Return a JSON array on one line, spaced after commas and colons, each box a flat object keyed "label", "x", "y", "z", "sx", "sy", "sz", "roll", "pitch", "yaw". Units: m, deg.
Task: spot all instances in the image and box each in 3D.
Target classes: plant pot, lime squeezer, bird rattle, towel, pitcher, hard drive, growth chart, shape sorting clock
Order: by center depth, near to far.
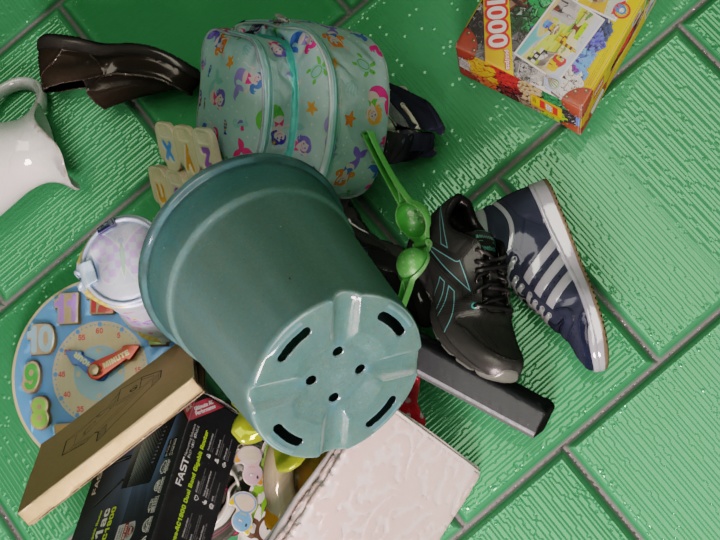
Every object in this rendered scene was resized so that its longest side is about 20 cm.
[{"label": "plant pot", "x": -0.058, "y": 0.035, "z": 0.899, "sx": 0.200, "sy": 0.200, "sz": 0.196, "roll": -42, "pitch": 41, "yaw": -2}, {"label": "lime squeezer", "x": 0.039, "y": -0.025, "z": 0.997, "sx": 0.037, "sy": 0.070, "sz": 0.203, "roll": -9, "pitch": 78, "yaw": 32}, {"label": "towel", "x": 0.008, "y": 0.230, "z": 1.005, "sx": 0.032, "sy": 0.191, "sz": 0.201, "roll": 30, "pitch": 82, "yaw": 47}, {"label": "hard drive", "x": 0.087, "y": 0.094, "z": 1.035, "sx": 0.198, "sy": 0.139, "sz": 0.033, "roll": 27, "pitch": 91, "yaw": 14}, {"label": "bird rattle", "x": -0.030, "y": 0.167, "z": 1.038, "sx": 0.112, "sy": 0.199, "sz": 0.165, "roll": 12, "pitch": 95, "yaw": 45}, {"label": "growth chart", "x": -0.062, "y": 0.249, "z": 1.050, "sx": 0.143, "sy": 0.018, "sz": 0.203, "roll": 12, "pitch": 75, "yaw": -30}, {"label": "shape sorting clock", "x": -0.273, "y": 0.107, "z": 1.147, "sx": 0.197, "sy": 0.039, "sz": 0.203, "roll": -2, "pitch": 77, "yaw": 10}, {"label": "pitcher", "x": -0.425, "y": -0.125, "z": 1.196, "sx": 0.198, "sy": 0.122, "sz": 0.173, "roll": -21, "pitch": 54, "yaw": -6}]

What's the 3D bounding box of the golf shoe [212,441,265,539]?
[{"label": "golf shoe", "x": -0.110, "y": 0.195, "z": 1.074, "sx": 0.077, "sy": 0.088, "sz": 0.201, "roll": 36, "pitch": 84, "yaw": 14}]

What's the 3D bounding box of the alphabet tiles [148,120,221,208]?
[{"label": "alphabet tiles", "x": -0.152, "y": -0.050, "z": 1.090, "sx": 0.014, "sy": 0.199, "sz": 0.198, "roll": -23, "pitch": 113, "yaw": -32}]

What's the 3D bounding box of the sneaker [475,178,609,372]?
[{"label": "sneaker", "x": 0.167, "y": 0.017, "z": 1.075, "sx": 0.107, "sy": 0.070, "sz": 0.202, "roll": -18, "pitch": 69, "yaw": 2}]

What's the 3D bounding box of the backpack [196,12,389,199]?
[{"label": "backpack", "x": -0.066, "y": -0.155, "z": 1.063, "sx": 0.199, "sy": 0.149, "sz": 0.180, "roll": 18, "pitch": 107, "yaw": 45}]

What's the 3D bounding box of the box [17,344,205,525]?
[{"label": "box", "x": -0.231, "y": 0.142, "z": 1.043, "sx": 0.199, "sy": 0.164, "sz": 0.021, "roll": -38, "pitch": 106, "yaw": 1}]

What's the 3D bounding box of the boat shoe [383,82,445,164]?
[{"label": "boat shoe", "x": 0.006, "y": -0.178, "z": 1.155, "sx": 0.092, "sy": 0.075, "sz": 0.201, "roll": -7, "pitch": 46, "yaw": -35}]

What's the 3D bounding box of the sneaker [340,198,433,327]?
[{"label": "sneaker", "x": 0.000, "y": 0.000, "z": 1.103, "sx": 0.082, "sy": 0.073, "sz": 0.200, "roll": -41, "pitch": 64, "yaw": -17}]

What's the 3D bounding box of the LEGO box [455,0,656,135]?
[{"label": "LEGO box", "x": 0.210, "y": -0.267, "z": 1.128, "sx": 0.148, "sy": 0.077, "sz": 0.201, "roll": 28, "pitch": 84, "yaw": 15}]

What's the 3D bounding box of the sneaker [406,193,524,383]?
[{"label": "sneaker", "x": 0.100, "y": 0.013, "z": 0.995, "sx": 0.080, "sy": 0.075, "sz": 0.201, "roll": -56, "pitch": 41, "yaw": 31}]

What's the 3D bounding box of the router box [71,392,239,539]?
[{"label": "router box", "x": -0.196, "y": 0.222, "z": 1.006, "sx": 0.149, "sy": 0.062, "sz": 0.202, "roll": -25, "pitch": 40, "yaw": 41}]

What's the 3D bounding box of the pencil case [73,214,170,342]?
[{"label": "pencil case", "x": -0.204, "y": 0.014, "z": 1.042, "sx": 0.090, "sy": 0.200, "sz": 0.084, "roll": -34, "pitch": 79, "yaw": -5}]

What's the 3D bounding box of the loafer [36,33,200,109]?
[{"label": "loafer", "x": -0.266, "y": -0.210, "z": 1.208, "sx": 0.197, "sy": 0.073, "sz": 0.072, "roll": 10, "pitch": 89, "yaw": 17}]
